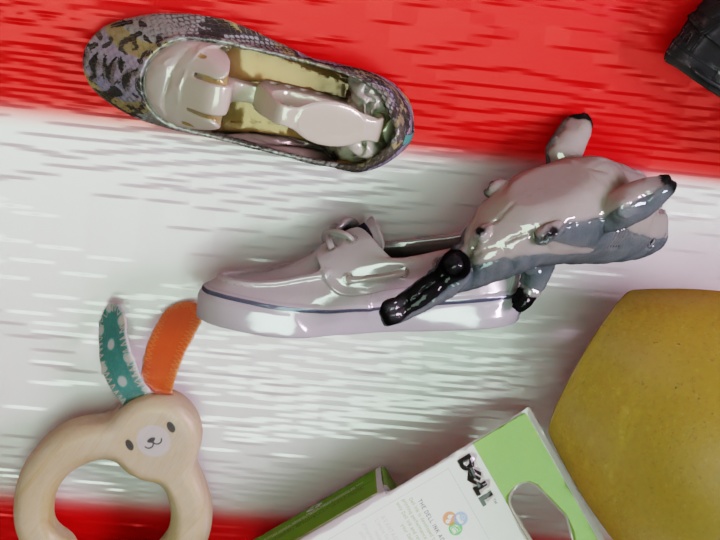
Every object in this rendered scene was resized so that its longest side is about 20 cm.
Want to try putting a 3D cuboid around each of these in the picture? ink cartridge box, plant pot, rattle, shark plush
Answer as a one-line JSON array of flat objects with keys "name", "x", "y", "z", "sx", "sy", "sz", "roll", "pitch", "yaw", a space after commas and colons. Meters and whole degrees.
[{"name": "ink cartridge box", "x": 0.050, "y": 0.191, "z": 1.028, "sx": 0.199, "sy": 0.076, "sz": 0.149, "roll": -30, "pitch": 95, "yaw": 1}, {"name": "plant pot", "x": 0.197, "y": 0.090, "z": 0.976, "sx": 0.141, "sy": 0.200, "sz": 0.201, "roll": 31, "pitch": 105, "yaw": 16}, {"name": "rattle", "x": -0.147, "y": 0.130, "z": 0.979, "sx": 0.129, "sy": 0.143, "sz": 0.201, "roll": 28, "pitch": 111, "yaw": 7}, {"name": "shark plush", "x": 0.106, "y": -0.008, "z": 0.952, "sx": 0.199, "sy": 0.091, "sz": 0.084, "roll": -34, "pitch": 139, "yaw": -31}]

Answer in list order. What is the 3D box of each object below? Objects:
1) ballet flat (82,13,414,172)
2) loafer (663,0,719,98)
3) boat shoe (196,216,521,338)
[{"name": "ballet flat", "x": -0.062, "y": -0.102, "z": 0.945, "sx": 0.198, "sy": 0.072, "sz": 0.073, "roll": 12, "pitch": 106, "yaw": -7}, {"name": "loafer", "x": 0.265, "y": -0.083, "z": 0.976, "sx": 0.200, "sy": 0.068, "sz": 0.070, "roll": 43, "pitch": 108, "yaw": -10}, {"name": "boat shoe", "x": 0.000, "y": 0.000, "z": 0.986, "sx": 0.198, "sy": 0.074, "sz": 0.066, "roll": -3, "pitch": 103, "yaw": -14}]
